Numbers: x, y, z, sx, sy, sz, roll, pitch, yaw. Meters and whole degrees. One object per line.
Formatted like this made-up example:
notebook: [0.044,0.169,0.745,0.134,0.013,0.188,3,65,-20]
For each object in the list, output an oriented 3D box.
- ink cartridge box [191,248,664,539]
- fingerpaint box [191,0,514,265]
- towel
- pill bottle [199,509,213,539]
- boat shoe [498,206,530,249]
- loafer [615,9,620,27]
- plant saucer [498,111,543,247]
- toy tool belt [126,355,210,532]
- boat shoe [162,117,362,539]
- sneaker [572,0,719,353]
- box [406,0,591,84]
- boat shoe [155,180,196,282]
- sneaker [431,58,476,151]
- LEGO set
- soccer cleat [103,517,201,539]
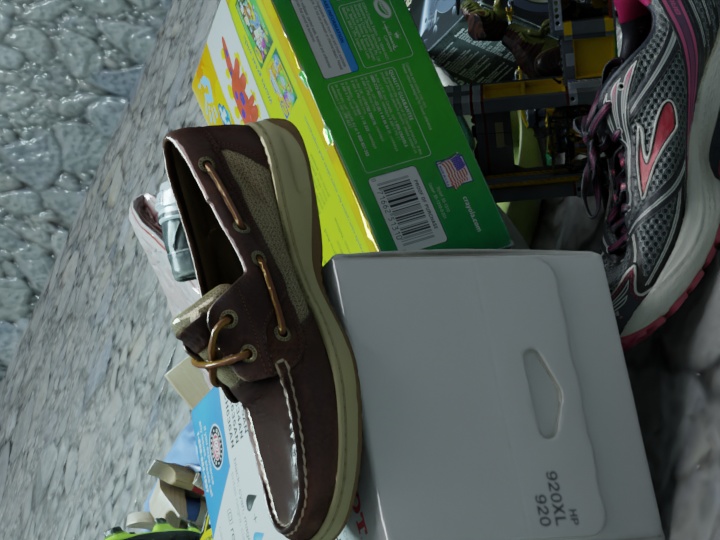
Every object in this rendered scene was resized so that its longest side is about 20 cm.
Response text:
ink cartridge box: [0.026,0.094,1.139,0.200,0.144,0.148,133,130,-56]
fingerpaint box: [-0.009,-0.058,1.232,0.201,0.073,0.167,67,159,18]
towel: [-0.076,0.068,1.515,0.032,0.200,0.191,-29,38,-10]
pill bottle: [-0.055,0.226,1.395,0.112,0.112,0.201,-50,23,52]
boat shoe: [0.027,-0.026,1.342,0.071,0.201,0.070,-36,-26,-16]
loafer: [0.167,-0.171,1.261,0.072,0.063,0.200,-70,14,-8]
plant saucer: [0.066,-0.010,1.471,0.200,0.031,0.200,-59,17,31]
toy tool belt: [-0.115,0.157,1.706,0.125,0.122,0.200,-96,30,-62]
boat shoe: [-0.051,0.026,1.047,0.072,0.072,0.201,-38,57,58]
sneaker: [0.138,-0.052,1.169,0.081,0.074,0.201,147,142,-66]
box: [0.091,-0.186,1.524,0.200,0.086,0.164,141,147,-63]
boat shoe: [-0.022,-0.027,1.428,0.072,0.199,0.071,68,-164,-86]
sneaker: [0.006,-0.084,1.495,0.080,0.078,0.200,-42,20,-28]
LEGO set: [0.076,-0.125,1.258,0.154,0.115,0.201,-88,-8,-58]
soccer cleat: [-0.104,0.205,1.480,0.067,0.200,0.081,-30,62,33]
